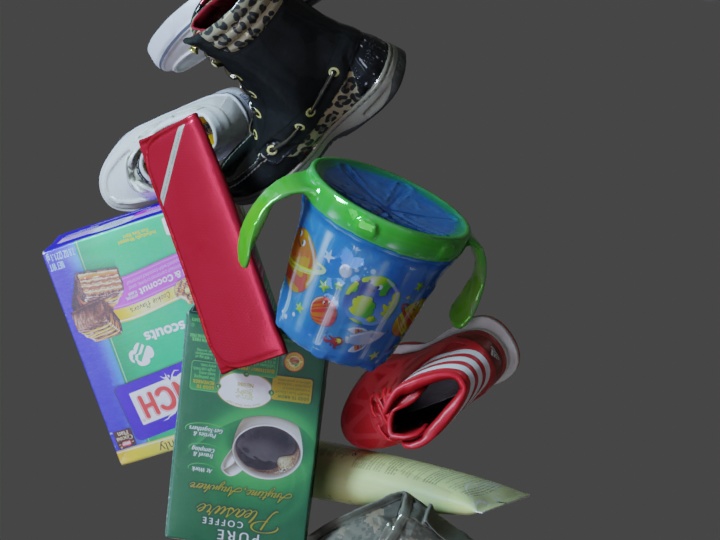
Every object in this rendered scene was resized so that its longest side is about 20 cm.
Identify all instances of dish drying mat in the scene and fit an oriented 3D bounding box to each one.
[{"bbox_3d":[-0.120,-0.020,1.321,0.077,0.018,0.201,-20,90,39],"label":"dish drying mat"}]

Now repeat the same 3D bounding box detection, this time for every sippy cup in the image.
[{"bbox_3d":[0.000,0.000,1.287,0.177,0.140,0.131,27,109,12],"label":"sippy cup"}]

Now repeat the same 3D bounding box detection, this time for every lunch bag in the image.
[{"bbox_3d":[0.039,0.278,1.384,0.164,0.118,0.200,35,132,-17],"label":"lunch bag"}]

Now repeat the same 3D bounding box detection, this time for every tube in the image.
[{"bbox_3d":[0.038,0.181,1.398,0.199,0.058,0.052,4,139,35],"label":"tube"}]

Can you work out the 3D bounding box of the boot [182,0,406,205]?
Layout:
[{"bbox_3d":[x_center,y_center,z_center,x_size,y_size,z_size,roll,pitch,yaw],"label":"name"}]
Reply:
[{"bbox_3d":[-0.083,-0.145,1.294,0.153,0.074,0.203,32,131,-30],"label":"boot"}]

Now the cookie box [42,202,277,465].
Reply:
[{"bbox_3d":[-0.157,0.045,1.435,0.170,0.075,0.201,-17,102,8],"label":"cookie box"}]

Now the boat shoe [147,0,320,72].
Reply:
[{"bbox_3d":[-0.090,-0.200,1.330,0.200,0.072,0.066,-30,87,32],"label":"boat shoe"}]

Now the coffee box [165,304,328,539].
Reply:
[{"bbox_3d":[-0.094,0.132,1.390,0.122,0.044,0.201,6,102,2],"label":"coffee box"}]

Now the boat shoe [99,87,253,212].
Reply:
[{"bbox_3d":[-0.171,-0.096,1.430,0.199,0.070,0.071,-21,96,41],"label":"boat shoe"}]

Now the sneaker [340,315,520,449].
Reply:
[{"bbox_3d":[0.028,0.106,1.344,0.079,0.115,0.200,54,131,4],"label":"sneaker"}]
